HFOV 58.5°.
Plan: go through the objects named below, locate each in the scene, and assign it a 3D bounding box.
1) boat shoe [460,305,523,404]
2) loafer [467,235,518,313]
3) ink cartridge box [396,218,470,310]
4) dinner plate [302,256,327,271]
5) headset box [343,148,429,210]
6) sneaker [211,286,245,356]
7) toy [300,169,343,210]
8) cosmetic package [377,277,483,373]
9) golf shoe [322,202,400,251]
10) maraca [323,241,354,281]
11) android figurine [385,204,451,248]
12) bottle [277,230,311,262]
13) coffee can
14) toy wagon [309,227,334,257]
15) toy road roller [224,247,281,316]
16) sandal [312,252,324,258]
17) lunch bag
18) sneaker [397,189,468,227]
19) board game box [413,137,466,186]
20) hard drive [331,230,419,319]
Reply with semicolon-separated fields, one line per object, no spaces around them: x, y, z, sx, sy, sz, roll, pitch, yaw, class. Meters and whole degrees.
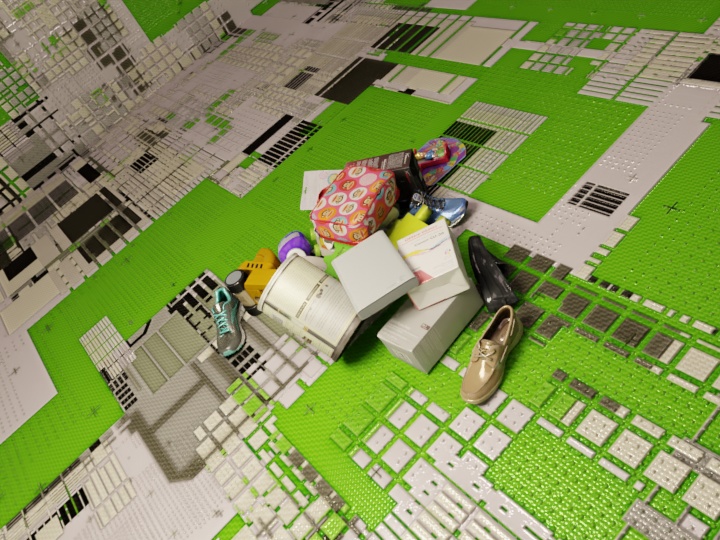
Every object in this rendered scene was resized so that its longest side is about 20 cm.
0.237;0.153;1.197;0.071;0.065;0.200;10;55;38;boat shoe
0.271;0.002;1.332;0.070;0.068;0.201;-17;47;5;loafer
0.142;-0.027;1.313;0.116;0.068;0.200;-25;37;14;ink cartridge box
-0.107;0.053;1.456;0.199;0.024;0.201;6;64;-11;dinner plate
0.055;-0.207;1.609;0.199;0.149;0.075;-7;45;22;headset box
-0.333;0.121;1.572;0.077;0.091;0.200;-24;40;10;sneaker
-0.061;-0.216;1.765;0.199;0.047;0.116;-1;72;19;toy
0.144;0.096;1.299;0.107;0.090;0.200;19;64;47;cosmetic package
0.005;-0.099;1.523;0.199;0.077;0.088;-19;46;5;golf shoe
0.000;0.000;1.428;0.200;0.107;0.137;34;86;31;maraca
0.117;-0.051;1.467;0.182;0.041;0.200;36;91;41;android figurine
-0.163;-0.047;1.600;0.083;0.065;0.200;-42;15;1;bottle
-0.093;0.076;1.350;0.200;0.146;0.147;33;65;5;coffee can
-0.038;-0.070;1.581;0.154;0.040;0.200;-11;40;-7;toy wagon
-0.220;0.023;1.575;0.199;0.123;0.146;4;51;35;toy road roller
-0.092;-0.017;1.603;0.075;0.048;0.201;0;37;34;sandal
-0.024;-0.154;1.469;0.176;0.082;0.200;13;54;32;lunch bag
0.158;-0.146;1.532;0.199;0.089;0.079;-7;47;27;sneaker
0.182;-0.302;1.713;0.200;0.039;0.158;-43;41;-12;board game box
0.024;0.004;1.296;0.132;0.026;0.200;-32;34;1;hard drive
